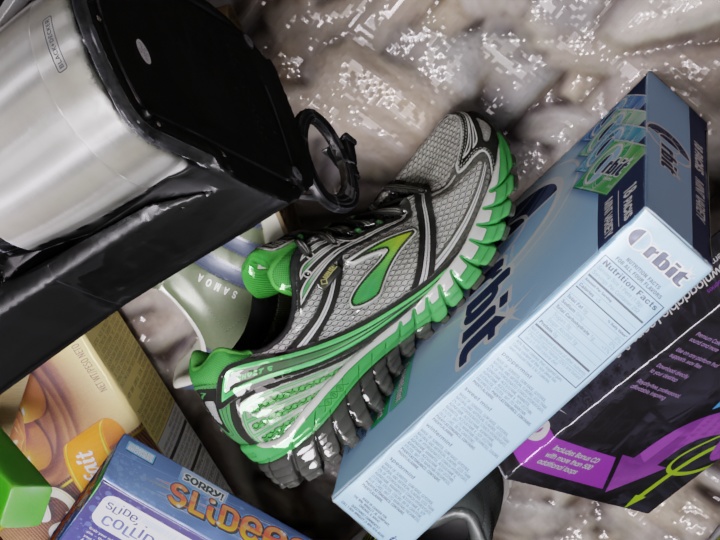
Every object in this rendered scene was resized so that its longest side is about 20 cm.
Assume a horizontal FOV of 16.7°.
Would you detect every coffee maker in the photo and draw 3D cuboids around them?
[{"bbox_3d":[-0.132,-0.024,1.066,0.200,0.135,0.192,-32,127,23],"label":"coffee maker"}]

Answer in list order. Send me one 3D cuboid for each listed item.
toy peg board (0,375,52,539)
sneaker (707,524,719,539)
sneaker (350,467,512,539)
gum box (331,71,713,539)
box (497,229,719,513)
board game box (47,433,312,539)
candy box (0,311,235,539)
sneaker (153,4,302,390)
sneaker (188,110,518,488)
[{"bbox_3d":[-0.252,0.140,1.138,0.200,0.098,0.199,4,116,-38],"label":"toy peg board"},{"bbox_3d":[0.183,0.175,1.237,0.200,0.081,0.074,-31,107,19],"label":"sneaker"},{"bbox_3d":[0.014,0.169,1.253,0.074,0.085,0.200,22,115,-3],"label":"sneaker"},{"bbox_3d":[0.077,0.016,1.129,0.045,0.170,0.200,42,113,-11],"label":"gum box"},{"bbox_3d":[0.170,0.038,1.154,0.200,0.036,0.143,-42,148,21],"label":"box"},{"bbox_3d":[-0.063,0.177,1.214,0.200,0.034,0.135,31,130,-9],"label":"board game box"},{"bbox_3d":[-0.145,0.103,1.257,0.115,0.055,0.200,-24,110,18],"label":"candy box"},{"bbox_3d":[-0.077,-0.024,1.184,0.090,0.067,0.200,-13,115,7],"label":"sneaker"},{"bbox_3d":[0.000,0.000,1.137,0.085,0.078,0.200,43,70,-17],"label":"sneaker"}]
